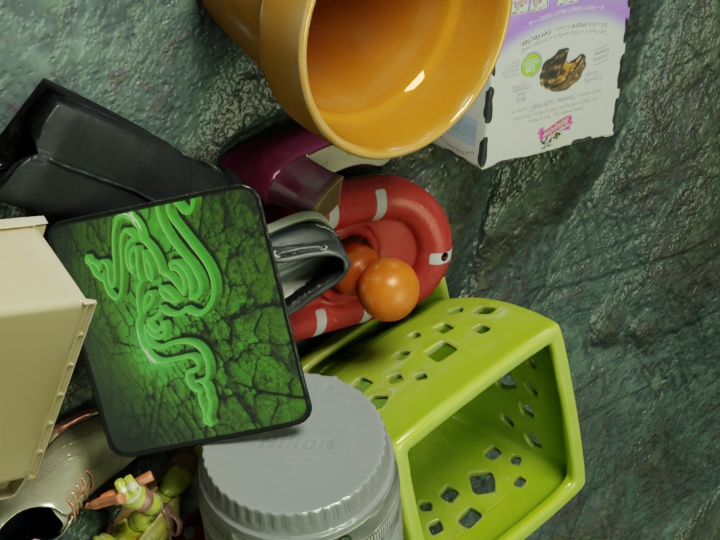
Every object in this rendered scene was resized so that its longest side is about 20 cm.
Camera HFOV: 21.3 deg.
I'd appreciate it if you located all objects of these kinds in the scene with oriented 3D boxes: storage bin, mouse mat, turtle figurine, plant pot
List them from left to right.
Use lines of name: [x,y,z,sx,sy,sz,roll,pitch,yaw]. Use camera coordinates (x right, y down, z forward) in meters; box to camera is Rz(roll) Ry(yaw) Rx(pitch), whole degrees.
storage bin: [-0.311,0.076,1.329,0.199,0.094,0.200,-7,133,-41]
turtle figurine: [-0.164,0.184,1.527,0.161,0.064,0.200,-49,172,-31]
mouse mat: [-0.131,0.041,1.409,0.159,0.008,0.202,-11,113,4]
plant pot: [-0.021,-0.206,1.403,0.199,0.183,0.202,-22,126,-34]
plant pot: [0.060,0.133,1.671,0.198,0.181,0.201,-33,132,-25]

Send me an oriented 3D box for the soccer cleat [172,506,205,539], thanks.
soccer cleat: [-0.114,0.221,1.644,0.201,0.068,0.085,-54,133,-12]

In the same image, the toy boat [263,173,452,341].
toy boat: [0.000,0.000,1.577,0.199,0.130,0.132,-15,123,-37]

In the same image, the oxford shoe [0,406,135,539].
oxford shoe: [-0.234,0.175,1.497,0.199,0.074,0.071,-35,133,-24]

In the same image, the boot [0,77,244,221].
boot: [-0.196,-0.033,1.421,0.199,0.065,0.166,23,95,-48]

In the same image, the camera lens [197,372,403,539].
camera lens: [-0.045,0.202,1.519,0.159,0.160,0.201,-32,140,-26]

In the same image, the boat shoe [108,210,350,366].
boat shoe: [-0.095,0.025,1.444,0.198,0.066,0.075,-24,130,-19]

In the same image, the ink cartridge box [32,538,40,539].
ink cartridge box: [-0.244,0.327,1.470,0.201,0.082,0.147,108,-4,-49]

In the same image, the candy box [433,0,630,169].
candy box: [0.151,-0.205,1.648,0.167,0.071,0.202,-16,122,-37]

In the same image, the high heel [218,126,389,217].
high heel: [-0.027,-0.113,1.563,0.200,0.095,0.068,-50,159,-38]
